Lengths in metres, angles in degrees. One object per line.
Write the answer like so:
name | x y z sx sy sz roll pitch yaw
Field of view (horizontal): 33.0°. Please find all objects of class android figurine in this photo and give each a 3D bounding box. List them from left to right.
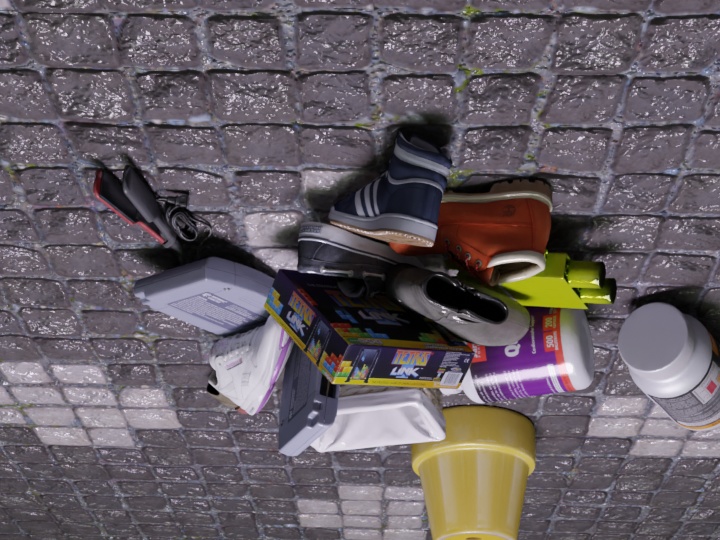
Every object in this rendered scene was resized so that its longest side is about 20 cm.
android figurine | 0.198 0.008 1.438 0.197 0.042 0.182 4 164 28

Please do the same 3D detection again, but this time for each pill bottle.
pill bottle | 0.198 0.109 1.576 0.197 0.114 0.113 -11 148 20
pill bottle | 0.416 0.124 1.585 0.115 0.118 0.200 -16 146 28

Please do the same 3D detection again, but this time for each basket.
basket | 0.009 0.163 1.670 0.197 0.125 0.136 -8 150 18

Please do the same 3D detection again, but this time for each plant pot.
plant pot | 0.177 0.337 1.900 0.197 0.191 0.202 1 150 1

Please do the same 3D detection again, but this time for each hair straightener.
hair straightener | -0.222 -0.058 1.379 0.076 0.041 0.200 -8 149 18

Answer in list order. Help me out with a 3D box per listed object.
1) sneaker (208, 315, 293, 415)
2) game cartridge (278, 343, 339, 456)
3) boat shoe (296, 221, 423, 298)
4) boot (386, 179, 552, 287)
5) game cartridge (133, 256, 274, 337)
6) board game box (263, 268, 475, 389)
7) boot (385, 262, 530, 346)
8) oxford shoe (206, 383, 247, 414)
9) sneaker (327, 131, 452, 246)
sneaker | -0.147 0.115 1.573 0.099 0.075 0.201 29 138 -1
game cartridge | -0.061 0.125 1.530 0.040 0.202 0.133 19 148 -21
boat shoe | 0.000 0.000 1.408 0.071 0.069 0.199 3 169 38
boot | 0.115 -0.030 1.345 0.197 0.109 0.075 -10 152 24
game cartridge | -0.170 0.035 1.519 0.132 0.041 0.199 -11 158 28
board game box | 0.011 0.069 1.424 0.198 0.165 0.057 7 117 -41
boot | 0.131 0.047 1.367 0.198 0.069 0.130 19 178 -24
oxford shoe | -0.167 0.148 1.712 0.074 0.071 0.200 18 145 -14
sneaker | 0.033 -0.089 1.299 0.069 0.110 0.199 15 179 -27
